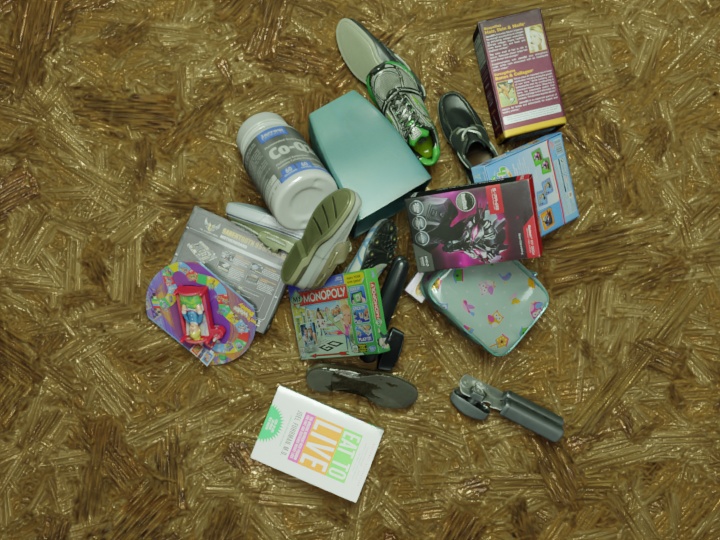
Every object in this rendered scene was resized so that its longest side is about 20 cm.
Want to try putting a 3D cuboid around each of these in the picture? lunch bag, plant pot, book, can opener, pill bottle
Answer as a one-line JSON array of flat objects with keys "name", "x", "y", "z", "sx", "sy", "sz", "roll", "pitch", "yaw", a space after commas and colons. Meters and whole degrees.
[{"name": "lunch bag", "x": 0.214, "y": 0.036, "z": 1.341, "sx": 0.200, "sy": 0.077, "sz": 0.161, "roll": 41, "pitch": 86, "yaw": -16}, {"name": "plant pot", "x": -0.001, "y": -0.185, "z": 1.328, "sx": 0.141, "sy": 0.141, "sz": 0.201, "roll": -31, "pitch": 84, "yaw": -8}, {"name": "book", "x": -0.074, "y": 0.300, "z": 1.377, "sx": 0.199, "sy": 0.048, "sz": 0.134, "roll": 22, "pitch": 86, "yaw": 2}, {"name": "can opener", "x": 0.043, "y": 0.070, "z": 1.360, "sx": 0.078, "sy": 0.063, "sz": 0.202, "roll": 11, "pitch": 98, "yaw": -18}, {"name": "pill bottle", "x": -0.127, "y": -0.169, "z": 1.303, "sx": 0.113, "sy": 0.114, "sz": 0.200, "roll": -35, "pitch": 52, "yaw": 0}, {"name": "can opener", "x": 0.254, "y": 0.247, "z": 1.379, "sx": 0.199, "sy": 0.053, "sz": 0.067, "roll": 27, "pitch": 122, "yaw": 0}]

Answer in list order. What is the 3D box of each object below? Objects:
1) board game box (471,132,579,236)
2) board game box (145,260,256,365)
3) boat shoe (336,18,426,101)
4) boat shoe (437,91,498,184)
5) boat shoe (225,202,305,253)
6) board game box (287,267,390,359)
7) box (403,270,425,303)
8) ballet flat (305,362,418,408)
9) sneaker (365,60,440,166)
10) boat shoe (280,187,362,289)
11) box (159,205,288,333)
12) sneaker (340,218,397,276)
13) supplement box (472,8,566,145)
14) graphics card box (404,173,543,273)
[{"name": "board game box", "x": 0.277, "y": -0.128, "z": 1.313, "sx": 0.199, "sy": 0.036, "sz": 0.152, "roll": -26, "pitch": 106, "yaw": -35}, {"name": "board game box", "x": -0.276, "y": 0.081, "z": 1.336, "sx": 0.200, "sy": 0.039, "sz": 0.158, "roll": 41, "pitch": 117, "yaw": -9}, {"name": "boat shoe", "x": 0.034, "y": -0.359, "z": 1.377, "sx": 0.200, "sy": 0.068, "sz": 0.072, "roll": 48, "pitch": 134, "yaw": 5}, {"name": "boat shoe", "x": 0.192, "y": -0.223, "z": 1.355, "sx": 0.071, "sy": 0.068, "sz": 0.201, "roll": -22, "pitch": 79, "yaw": -3}, {"name": "boat shoe", "x": -0.136, "y": -0.060, "z": 1.321, "sx": 0.199, "sy": 0.072, "sz": 0.062, "roll": 20, "pitch": 99, "yaw": 5}, {"name": "board game box", "x": -0.040, "y": 0.076, "z": 1.317, "sx": 0.029, "sy": 0.199, "sz": 0.136, "roll": -10, "pitch": 89, "yaw": -44}, {"name": "box", "x": 0.147, "y": -0.034, "z": 1.378, "sx": 0.041, "sy": 0.039, "sz": 0.200, "roll": 37, "pitch": 90, "yaw": -1}, {"name": "ballet flat", "x": 0.003, "y": 0.194, "z": 1.376, "sx": 0.198, "sy": 0.046, "sz": 0.068, "roll": 10, "pitch": 112, "yaw": -2}, {"name": "sneaker", "x": 0.081, "y": -0.258, "z": 1.299, "sx": 0.078, "sy": 0.085, "sz": 0.200, "roll": -34, "pitch": 124, "yaw": 11}, {"name": "boat shoe", "x": -0.050, "y": -0.048, "z": 1.257, "sx": 0.068, "sy": 0.075, "sz": 0.200, "roll": 18, "pitch": 128, "yaw": -31}, {"name": "box", "x": -0.225, "y": -0.001, "z": 1.375, "sx": 0.199, "sy": 0.048, "sz": 0.159, "roll": 22, "pitch": 88, "yaw": 0}, {"name": "sneaker", "x": 0.000, "y": 0.000, "z": 1.355, "sx": 0.072, "sy": 0.072, "sz": 0.201, "roll": 19, "pitch": 99, "yaw": -44}, {"name": "supplement box", "x": 0.270, "y": -0.330, "z": 1.357, "sx": 0.109, "sy": 0.086, "sz": 0.202, "roll": -13, "pitch": 90, "yaw": 0}, {"name": "graphics card box", "x": 0.176, "y": -0.072, "z": 1.234, "sx": 0.198, "sy": 0.051, "sz": 0.126, "roll": -7, "pitch": 106, "yaw": 17}]
